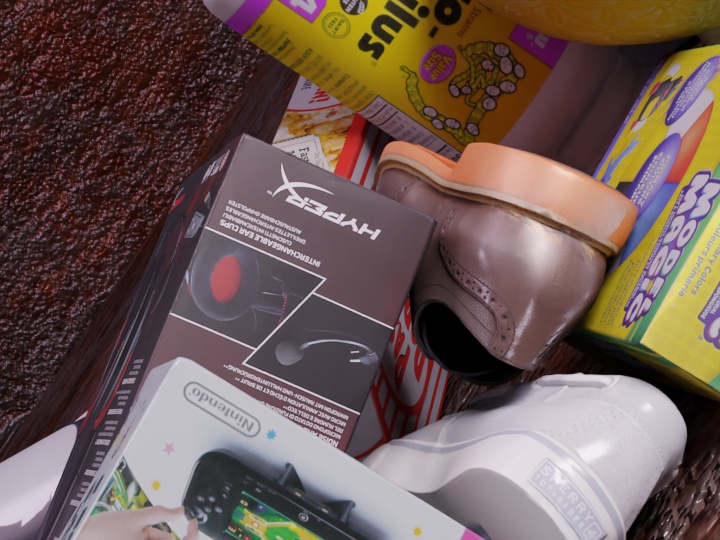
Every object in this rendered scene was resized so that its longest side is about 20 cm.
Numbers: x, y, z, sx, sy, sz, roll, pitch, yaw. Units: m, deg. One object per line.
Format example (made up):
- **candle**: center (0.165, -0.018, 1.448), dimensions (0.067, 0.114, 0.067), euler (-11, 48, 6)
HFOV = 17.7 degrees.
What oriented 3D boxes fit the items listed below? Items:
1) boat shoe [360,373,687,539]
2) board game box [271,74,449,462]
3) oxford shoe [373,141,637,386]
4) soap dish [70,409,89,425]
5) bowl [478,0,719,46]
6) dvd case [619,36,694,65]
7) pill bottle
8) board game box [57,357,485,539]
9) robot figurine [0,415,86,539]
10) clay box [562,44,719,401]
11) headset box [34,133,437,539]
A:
- **boat shoe**: center (0.053, 0.069, 0.791), dimensions (0.068, 0.072, 0.200), euler (-38, -3, -17)
- **board game box**: center (0.000, 0.000, 1.043), dimensions (0.046, 0.152, 0.200), euler (-7, 31, 16)
- **oxford shoe**: center (0.034, -0.001, 0.825), dimensions (0.200, 0.071, 0.073), euler (177, 116, -80)
- **soap dish**: center (-0.063, 0.060, 1.198), dimensions (0.200, 0.081, 0.157), euler (-39, 0, -28)
- **bowl**: center (0.132, -0.146, 0.872), dimensions (0.200, 0.108, 0.200), euler (-38, 17, 13)
- **dvd case**: center (0.081, -0.143, 1.051), dimensions (0.025, 0.150, 0.200), euler (-58, 9, -29)
- **pill bottle**: center (0.039, -0.103, 0.984), dimensions (0.105, 0.199, 0.104), euler (-54, 10, 15)
- **board game box**: center (-0.043, 0.148, 0.650), dimensions (0.201, 0.147, 0.064), euler (-61, 9, -12)
- **robot figurine**: center (-0.119, 0.130, 0.997), dimensions (0.199, 0.125, 0.151), euler (-28, 41, 7)
- **clay box**: center (0.119, -0.019, 0.772), dimensions (0.115, 0.047, 0.200), euler (-60, 8, -3)
- **headset box**: center (-0.057, 0.066, 0.799), dimensions (0.149, 0.075, 0.201), euler (162, 130, -78)
